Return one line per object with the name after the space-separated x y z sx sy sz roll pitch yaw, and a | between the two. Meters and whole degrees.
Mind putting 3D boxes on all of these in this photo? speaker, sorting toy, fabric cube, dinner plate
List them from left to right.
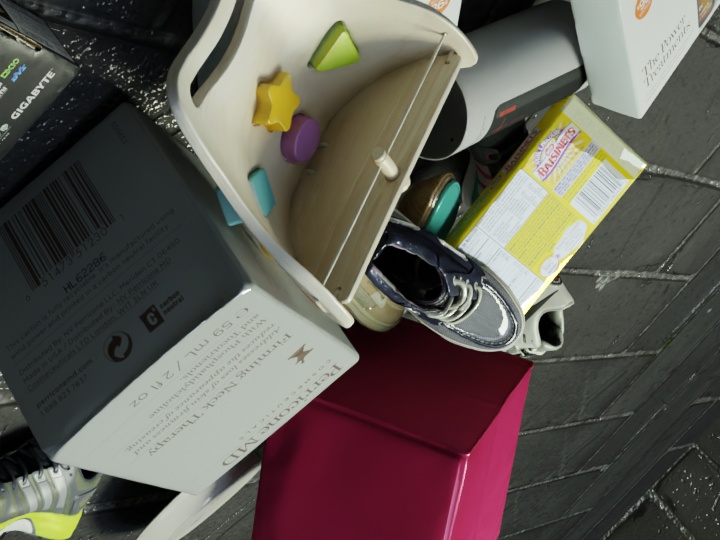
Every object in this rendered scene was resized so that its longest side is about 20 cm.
-0.148 0.221 1.247 0.200 0.024 0.200 -40 171 -7 | dinner plate
-0.040 -0.101 0.747 0.180 0.106 0.201 45 65 -50 | sorting toy
0.030 0.181 1.174 0.200 0.194 0.201 -38 143 -57 | fabric cube
0.106 -0.153 0.977 0.199 0.081 0.082 -29 154 -44 | speaker

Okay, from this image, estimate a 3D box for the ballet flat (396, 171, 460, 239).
0.050 -0.034 1.128 0.068 0.072 0.201 -50 158 -18 | ballet flat

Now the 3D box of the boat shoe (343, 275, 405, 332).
0.000 0.000 1.117 0.065 0.072 0.200 -44 149 9 | boat shoe

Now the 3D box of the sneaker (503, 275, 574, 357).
0.195 0.078 1.494 0.074 0.089 0.201 -26 152 -32 | sneaker

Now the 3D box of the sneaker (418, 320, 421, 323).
0.134 -0.004 1.288 0.200 0.078 0.090 -44 152 6 | sneaker

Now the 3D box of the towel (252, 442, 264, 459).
-0.048 0.136 1.252 0.154 0.023 0.200 -63 157 -12 | towel

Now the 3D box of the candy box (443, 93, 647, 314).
0.151 -0.047 1.089 0.102 0.026 0.200 37 96 -22 | candy box

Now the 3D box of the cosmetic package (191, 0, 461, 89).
-0.016 -0.185 0.824 0.199 0.052 0.151 -31 155 -22 | cosmetic package

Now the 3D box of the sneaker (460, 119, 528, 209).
0.147 -0.079 1.134 0.083 0.121 0.201 -34 154 -13 | sneaker

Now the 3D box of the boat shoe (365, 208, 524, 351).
0.067 0.021 1.024 0.199 0.093 0.075 33 103 -24 | boat shoe

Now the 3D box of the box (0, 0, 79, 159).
-0.273 -0.077 0.634 0.200 0.050 0.198 -46 154 10 | box

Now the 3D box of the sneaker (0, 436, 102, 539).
-0.276 0.165 1.004 0.081 0.074 0.200 -53 160 3 | sneaker

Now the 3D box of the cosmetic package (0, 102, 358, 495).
-0.135 0.028 0.850 0.167 0.167 0.200 -40 155 5 | cosmetic package

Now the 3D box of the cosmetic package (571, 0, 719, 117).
0.240 -0.245 0.977 0.201 0.051 0.151 -54 144 -18 | cosmetic package
